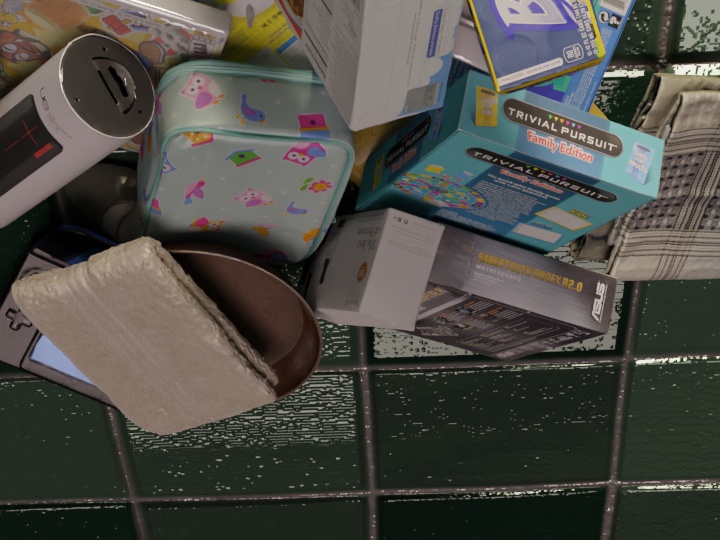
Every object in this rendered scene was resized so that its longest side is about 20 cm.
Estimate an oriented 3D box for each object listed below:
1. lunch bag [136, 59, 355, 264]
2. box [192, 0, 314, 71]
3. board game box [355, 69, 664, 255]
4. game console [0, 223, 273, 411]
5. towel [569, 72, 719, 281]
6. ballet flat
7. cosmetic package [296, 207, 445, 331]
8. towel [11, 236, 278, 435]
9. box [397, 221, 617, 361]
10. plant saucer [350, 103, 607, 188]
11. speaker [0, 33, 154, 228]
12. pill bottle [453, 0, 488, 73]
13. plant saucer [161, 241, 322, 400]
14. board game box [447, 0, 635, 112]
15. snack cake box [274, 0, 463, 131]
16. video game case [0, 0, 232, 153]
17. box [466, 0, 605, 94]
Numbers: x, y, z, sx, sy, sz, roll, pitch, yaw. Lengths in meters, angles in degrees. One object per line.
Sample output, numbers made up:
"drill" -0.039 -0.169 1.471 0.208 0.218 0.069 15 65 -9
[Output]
"lunch bag" -0.087 -0.078 1.059 0.159 0.077 0.200 1 154 -15
"box" -0.091 -0.219 0.998 0.117 0.049 0.200 -34 126 26
"board game box" 0.102 -0.068 1.003 0.150 0.047 0.200 17 162 -16
"game console" -0.201 0.054 1.177 0.199 0.118 0.171 26 103 -21
"towel" 0.286 -0.068 1.117 0.199 0.035 0.193 3 132 -20
"ballet flat" -0.154 -0.027 1.151 0.199 0.064 0.067 25 124 -21
"cosmetic package" 0.000 0.000 1.087 0.050 0.200 0.083 17 84 -16
"towel" -0.164 0.055 1.090 0.132 0.035 0.200 -18 132 21
"box" 0.095 0.023 1.139 0.158 0.049 0.200 17 165 -13
"plant saucer" 0.090 -0.089 1.112 0.200 0.049 0.200 -32 124 25
"speaker" -0.239 -0.100 1.033 0.081 0.082 0.200 36 141 -28
"pill bottle" 0.099 -0.232 0.897 0.112 0.112 0.201 21 99 -18
"plant saucer" -0.128 0.042 1.119 0.199 0.035 0.201 2 138 2
"board game box" 0.086 -0.182 0.992 0.199 0.045 0.153 19 102 -18
"snack cake box" -0.011 -0.200 0.856 0.067 0.200 0.115 -17 146 -18
"video game case" -0.212 -0.159 1.025 0.199 0.023 0.182 15 149 -14
"box" 0.083 -0.208 0.813 0.070 0.064 0.201 -17 94 10
